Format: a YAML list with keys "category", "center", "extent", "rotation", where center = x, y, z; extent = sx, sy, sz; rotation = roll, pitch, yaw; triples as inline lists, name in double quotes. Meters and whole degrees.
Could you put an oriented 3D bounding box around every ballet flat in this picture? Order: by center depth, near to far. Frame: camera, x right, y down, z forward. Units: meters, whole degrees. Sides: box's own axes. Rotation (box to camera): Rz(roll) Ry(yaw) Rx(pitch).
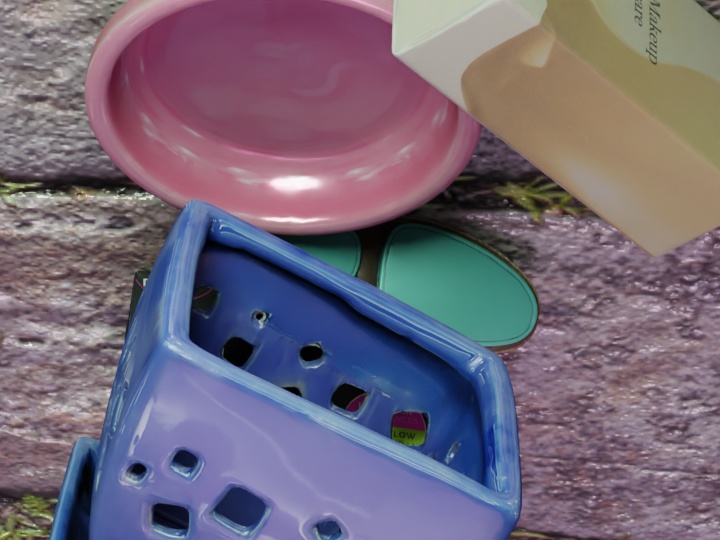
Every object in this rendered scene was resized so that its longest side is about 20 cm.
- category: "ballet flat"
  center: [0.000, 0.000, 1.640]
  extent: [0.199, 0.071, 0.065]
  rotation: [18, 169, -15]

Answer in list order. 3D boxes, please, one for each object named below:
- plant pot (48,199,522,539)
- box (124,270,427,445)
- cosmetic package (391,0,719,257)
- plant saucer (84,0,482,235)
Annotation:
- category: "plant pot"
  center: [-0.047, 0.109, 1.507]
  extent: [0.199, 0.200, 0.180]
  rotation: [27, 108, -10]
- category: "box"
  center: [-0.041, 0.104, 1.697]
  extent: [0.199, 0.149, 0.125]
  rotation: [7, 143, -4]
- category: "cosmetic package"
  center: [0.107, -0.104, 1.441]
  extent: [0.071, 0.106, 0.200]
  rotation: [-26, 136, 34]
- category: "plant saucer"
  center: [-0.038, -0.096, 1.510]
  extent: [0.200, 0.051, 0.201]
  rotation: [2, 143, 1]
